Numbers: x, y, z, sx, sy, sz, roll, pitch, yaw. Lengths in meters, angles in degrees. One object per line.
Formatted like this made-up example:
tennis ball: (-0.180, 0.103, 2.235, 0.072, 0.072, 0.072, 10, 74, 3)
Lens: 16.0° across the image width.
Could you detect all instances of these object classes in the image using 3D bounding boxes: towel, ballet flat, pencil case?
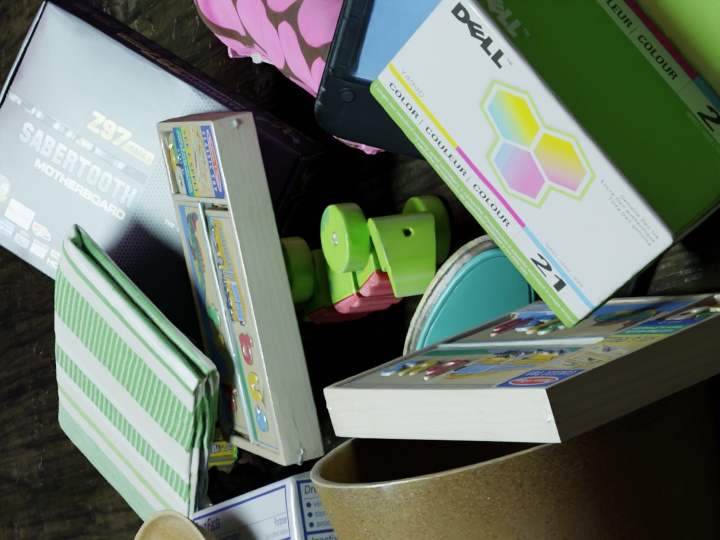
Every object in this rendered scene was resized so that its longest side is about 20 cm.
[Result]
towel: (-0.140, 0.080, 1.584, 0.153, 0.023, 0.201, 43, 150, 27)
ballet flat: (0.051, 0.060, 1.360, 0.071, 0.070, 0.201, -130, 41, -53)
pencil case: (-0.024, -0.135, 1.464, 0.200, 0.090, 0.094, 45, 124, 54)

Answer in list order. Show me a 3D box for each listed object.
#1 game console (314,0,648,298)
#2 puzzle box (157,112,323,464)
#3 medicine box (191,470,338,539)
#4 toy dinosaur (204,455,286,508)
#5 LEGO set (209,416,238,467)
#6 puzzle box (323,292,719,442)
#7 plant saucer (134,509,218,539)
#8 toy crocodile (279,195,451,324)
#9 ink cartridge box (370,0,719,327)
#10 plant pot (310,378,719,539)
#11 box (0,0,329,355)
game console: (0.072, -0.093, 1.216, 0.119, 0.171, 0.201, -80, 6, -48)
puzzle box: (-0.071, 0.008, 1.489, 0.133, 0.025, 0.201, -174, 71, -71)
medicine box: (-0.013, 0.221, 1.485, 0.182, 0.102, 0.201, 152, 112, -65)
toy dinosaur: (-0.058, 0.178, 1.643, 0.200, 0.077, 0.102, 55, 170, 34)
LEGO set: (-0.131, 0.056, 1.709, 0.200, 0.115, 0.155, 145, 118, -64)
puzzle box: (0.084, 0.043, 1.158, 0.200, 0.133, 0.026, -5, 104, 61)
plant saucer: (-0.089, 0.237, 1.482, 0.200, 0.035, 0.202, 177, 90, -65)
toy crocodile: (0.000, 0.000, 1.455, 0.200, 0.067, 0.062, 150, 112, -65)
ink cartridge box: (0.108, -0.085, 1.095, 0.148, 0.076, 0.200, 50, 149, 4)
plant pot: (0.096, 0.157, 1.161, 0.186, 0.186, 0.201, -1, 108, 67)
box: (-0.139, -0.056, 1.595, 0.199, 0.051, 0.158, 32, 108, 12)
